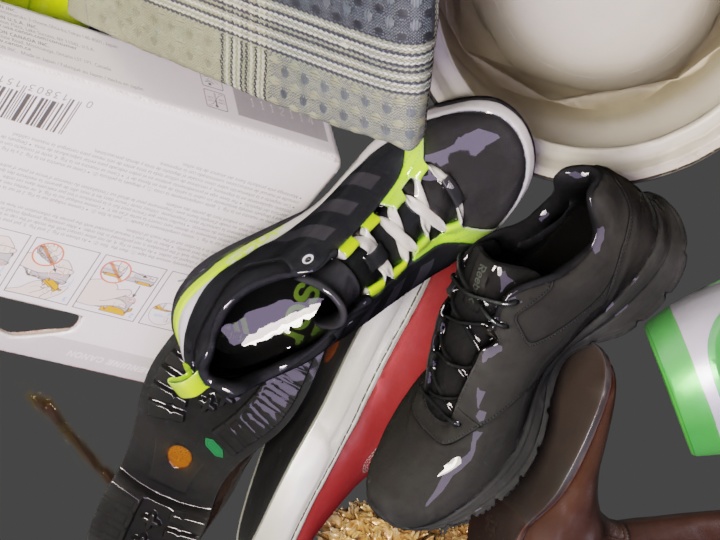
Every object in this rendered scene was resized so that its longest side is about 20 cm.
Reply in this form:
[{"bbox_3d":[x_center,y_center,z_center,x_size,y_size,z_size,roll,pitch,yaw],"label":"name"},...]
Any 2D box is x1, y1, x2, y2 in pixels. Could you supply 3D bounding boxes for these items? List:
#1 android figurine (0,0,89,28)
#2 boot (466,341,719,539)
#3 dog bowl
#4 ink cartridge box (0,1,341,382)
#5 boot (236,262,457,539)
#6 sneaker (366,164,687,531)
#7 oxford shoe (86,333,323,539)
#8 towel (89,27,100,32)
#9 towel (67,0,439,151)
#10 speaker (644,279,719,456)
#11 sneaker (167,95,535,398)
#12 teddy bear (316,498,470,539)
[{"bbox_3d":[-0.212,-0.137,0.952,0.180,0.041,0.201,15,115,-13],"label":"android figurine"},{"bbox_3d":[0.143,0.125,1.068,0.199,0.064,0.187,9,116,-37],"label":"boot"},{"bbox_3d":[0.113,-0.146,0.970,0.198,0.074,0.202,-1,113,-2],"label":"dog bowl"},{"bbox_3d":[-0.137,-0.032,0.987,0.199,0.045,0.176,15,131,-32],"label":"ink cartridge box"},{"bbox_3d":[0.035,0.088,1.052,0.144,0.072,0.201,30,90,-17],"label":"boot"},{"bbox_3d":[0.062,0.031,0.960,0.201,0.076,0.091,-53,141,1],"label":"sneaker"},{"bbox_3d":[-0.075,0.067,1.049,0.072,0.084,0.201,34,112,-2],"label":"oxford shoe"},{"bbox_3d":[-0.225,-0.111,0.993,0.198,0.024,0.146,-5,115,-1],"label":"towel"},{"bbox_3d":[-0.047,-0.163,0.849,0.199,0.034,0.194,24,131,27],"label":"towel"},{"bbox_3d":[0.249,0.025,1.047,0.198,0.089,0.089,-21,114,6],"label":"speaker"},{"bbox_3d":[0.000,0.000,0.942,0.199,0.083,0.072,-35,112,7],"label":"sneaker"},{"bbox_3d":[0.009,0.183,1.113,0.198,0.067,0.146,7,116,-6],"label":"teddy bear"}]
